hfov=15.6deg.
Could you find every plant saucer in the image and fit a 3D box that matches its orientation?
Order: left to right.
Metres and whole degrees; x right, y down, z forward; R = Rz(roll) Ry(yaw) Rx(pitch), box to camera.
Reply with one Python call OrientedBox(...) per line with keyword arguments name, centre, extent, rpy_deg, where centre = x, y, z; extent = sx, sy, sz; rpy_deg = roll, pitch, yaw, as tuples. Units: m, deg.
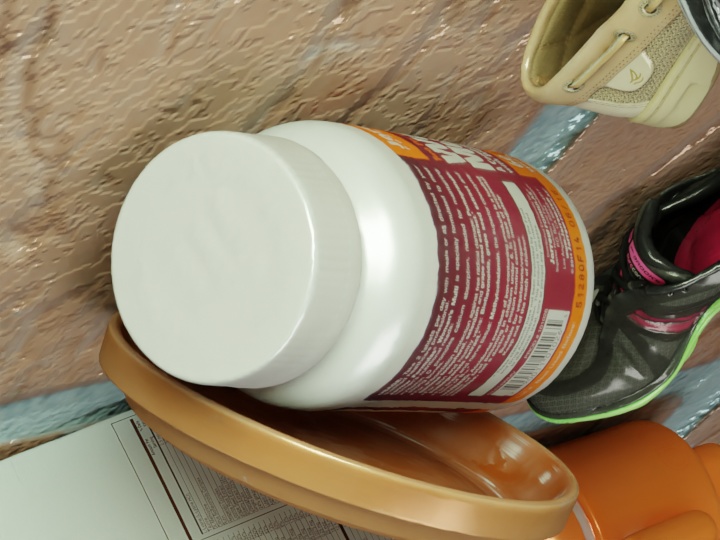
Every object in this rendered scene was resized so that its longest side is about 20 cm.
OrientedBox(name="plant saucer", centre=(-0.010, 0.065, 1.051), extent=(0.200, 0.200, 0.032), rpy_deg=(5, 107, -57))

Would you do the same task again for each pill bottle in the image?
OrientedBox(name="pill bottle", centre=(0.000, 0.000, 1.012), extent=(0.109, 0.110, 0.200), rpy_deg=(-38, 158, 25))

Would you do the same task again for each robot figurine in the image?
OrientedBox(name="robot figurine", centre=(0.135, 0.159, 1.566), extent=(0.200, 0.144, 0.117), rpy_deg=(-15, 134, -33))

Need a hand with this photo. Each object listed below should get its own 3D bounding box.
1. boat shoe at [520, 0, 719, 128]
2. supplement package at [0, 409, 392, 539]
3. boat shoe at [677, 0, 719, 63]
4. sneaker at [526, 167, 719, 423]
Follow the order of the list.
OrientedBox(name="boat shoe", centre=(0.110, -0.125, 0.910), extent=(0.064, 0.071, 0.200), rpy_deg=(4, 137, -16))
OrientedBox(name="supplement package", centre=(-0.084, 0.160, 1.233), extent=(0.200, 0.147, 0.191), rpy_deg=(-21, 159, -20))
OrientedBox(name="boat shoe", centre=(0.125, -0.129, 0.815), extent=(0.071, 0.068, 0.200), rpy_deg=(7, 135, 10))
OrientedBox(name="sneaker", centre=(0.146, 0.000, 1.284), extent=(0.084, 0.077, 0.200), rpy_deg=(22, 126, -43))
